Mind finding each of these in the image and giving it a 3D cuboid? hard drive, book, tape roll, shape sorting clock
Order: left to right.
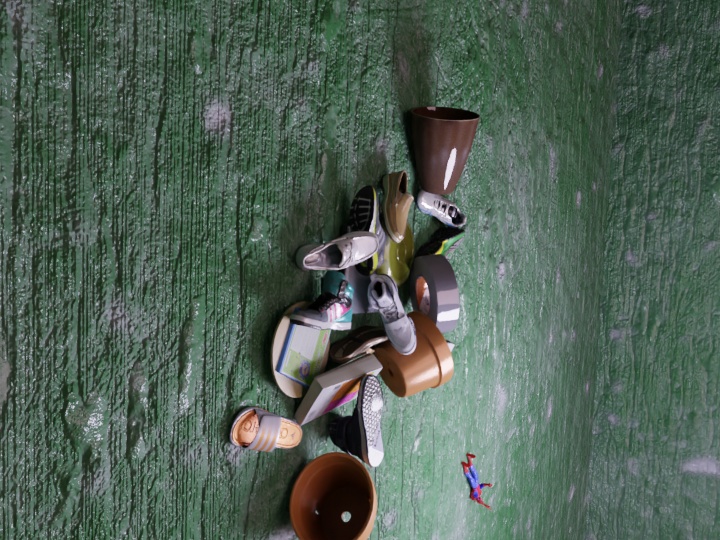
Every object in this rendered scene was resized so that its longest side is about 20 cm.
[{"bbox_3d":[-0.130,0.172,1.182,0.197,0.038,0.209,0,90,-54],"label":"shape sorting clock"},{"bbox_3d":[-0.051,0.275,1.239,0.196,0.048,0.136,-13,140,-49],"label":"book"},{"bbox_3d":[0.000,0.000,1.320,0.137,0.032,0.209,2,93,-50],"label":"hard drive"},{"bbox_3d":[0.192,0.063,1.426,0.063,0.200,0.209,-6,101,-15],"label":"tape roll"}]

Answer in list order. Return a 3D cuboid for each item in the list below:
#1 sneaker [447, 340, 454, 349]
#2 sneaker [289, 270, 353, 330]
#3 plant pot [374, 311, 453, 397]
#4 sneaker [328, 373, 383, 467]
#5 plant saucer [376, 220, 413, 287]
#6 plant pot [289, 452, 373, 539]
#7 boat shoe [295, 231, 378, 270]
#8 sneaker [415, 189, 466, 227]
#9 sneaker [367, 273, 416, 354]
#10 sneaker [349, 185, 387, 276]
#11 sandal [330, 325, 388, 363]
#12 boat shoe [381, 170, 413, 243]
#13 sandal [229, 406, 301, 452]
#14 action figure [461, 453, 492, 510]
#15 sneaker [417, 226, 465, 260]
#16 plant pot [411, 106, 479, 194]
[{"bbox_3d":[0.211,0.238,1.569,0.197,0.073,0.091,20,84,-48],"label":"sneaker"},{"bbox_3d":[-0.074,0.062,1.153,0.198,0.081,0.126,11,87,-61],"label":"sneaker"},{"bbox_3d":[0.126,0.230,1.393,0.137,0.198,0.207,-27,115,-24],"label":"plant pot"},{"bbox_3d":[-0.015,0.335,1.256,0.075,0.143,0.212,-5,98,-41],"label":"sneaker"},{"bbox_3d":[0.096,-0.049,1.400,0.198,0.030,0.209,-17,110,-60],"label":"plant saucer"},{"bbox_3d":[-0.047,0.536,1.213,0.204,0.194,0.142,-59,149,-25],"label":"plant pot"},{"bbox_3d":[-0.042,-0.035,1.176,0.193,0.069,0.074,-16,105,-16],"label":"boat shoe"},{"bbox_3d":[0.232,-0.180,1.537,0.196,0.071,0.075,22,79,-40],"label":"sneaker"},{"bbox_3d":[0.069,0.100,1.266,0.115,0.073,0.207,27,42,-73],"label":"sneaker"},{"bbox_3d":[0.023,-0.097,1.269,0.080,0.072,0.209,-21,117,-52],"label":"sneaker"},{"bbox_3d":[0.002,0.187,1.314,0.197,0.079,0.056,-25,122,-43],"label":"sandal"},{"bbox_3d":[0.095,-0.166,1.323,0.071,0.074,0.207,35,42,-47],"label":"boat shoe"},{"bbox_3d":[-0.181,0.337,1.126,0.204,0.058,0.082,26,75,-48],"label":"sandal"},{"bbox_3d":[0.411,0.733,1.843,0.065,0.097,0.206,-38,124,-37],"label":"action figure"},{"bbox_3d":[0.238,-0.061,1.573,0.198,0.077,0.088,-38,128,-30],"label":"sneaker"},{"bbox_3d":[0.217,-0.319,1.452,0.184,0.183,0.208,-25,127,-44],"label":"plant pot"}]
